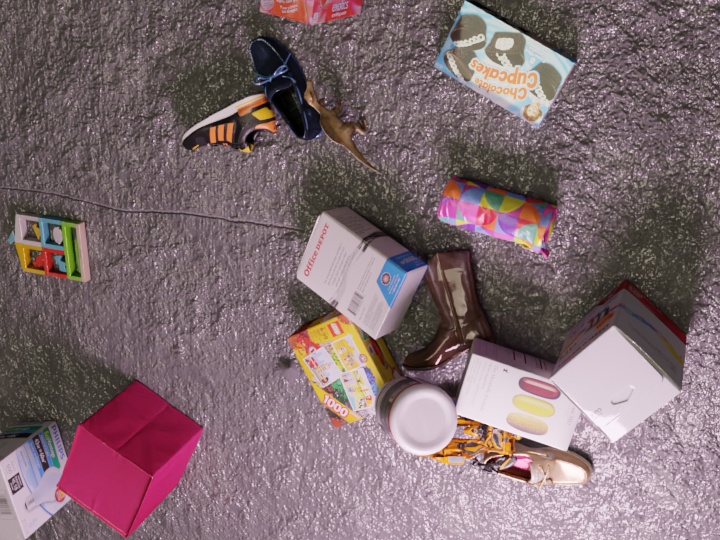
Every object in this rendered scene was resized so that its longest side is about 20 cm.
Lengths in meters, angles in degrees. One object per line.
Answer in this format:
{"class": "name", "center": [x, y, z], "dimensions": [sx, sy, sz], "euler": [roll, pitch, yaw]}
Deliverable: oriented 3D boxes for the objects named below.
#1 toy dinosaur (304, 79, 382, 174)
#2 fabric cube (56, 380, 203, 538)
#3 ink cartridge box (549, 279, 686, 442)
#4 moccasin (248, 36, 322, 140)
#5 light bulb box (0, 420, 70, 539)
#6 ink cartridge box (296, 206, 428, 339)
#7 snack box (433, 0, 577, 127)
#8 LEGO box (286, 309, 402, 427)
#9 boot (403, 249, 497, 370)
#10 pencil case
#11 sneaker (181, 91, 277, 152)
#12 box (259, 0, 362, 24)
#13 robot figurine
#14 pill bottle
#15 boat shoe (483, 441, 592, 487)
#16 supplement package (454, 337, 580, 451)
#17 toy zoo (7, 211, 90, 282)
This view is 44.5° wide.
{"class": "toy dinosaur", "center": [-0.031, -0.235, 1.504], "dimensions": [0.058, 0.101, 0.201], "euler": [-39, 91, 29]}
{"class": "fabric cube", "center": [-0.492, 0.399, 1.883], "dimensions": [0.199, 0.199, 0.197], "euler": [33, 120, 8]}
{"class": "ink cartridge box", "center": [0.414, 0.140, 1.402], "dimensions": [0.145, 0.200, 0.145], "euler": [44, 119, 2]}
{"class": "moccasin", "center": [-0.130, -0.320, 1.533], "dimensions": [0.080, 0.068, 0.201], "euler": [-35, 93, 29]}
{"class": "light bulb box", "center": [-0.783, 0.481, 2.034], "dimensions": [0.123, 0.200, 0.201], "euler": [-6, 107, 23]}
{"class": "ink cartridge box", "center": [0.000, 0.000, 1.568], "dimensions": [0.199, 0.084, 0.147], "euler": [38, 120, 22]}
{"class": "snack box", "center": [0.228, -0.329, 1.397], "dimensions": [0.199, 0.037, 0.117], "euler": [32, 119, 9]}
{"class": "LEGO box", "center": [-0.024, 0.177, 1.671], "dimensions": [0.148, 0.077, 0.202], "euler": [-24, 99, 29]}
{"class": "boot", "center": [0.132, 0.068, 1.571], "dimensions": [0.184, 0.064, 0.202], "euler": [-18, 105, 14]}
{"class": "pencil case", "center": [0.228, -0.091, 1.463], "dimensions": [0.198, 0.088, 0.089], "euler": [21, 116, 16]}
{"class": "sneaker", "center": [-0.240, -0.247, 1.605], "dimensions": [0.199, 0.070, 0.091], "euler": [-24, 96, 26]}
{"class": "box", "center": [-0.069, -0.453, 1.382], "dimensions": [0.094, 0.200, 0.101], "euler": [18, 115, 17]}
{"class": "robot figurine", "center": [0.198, 0.294, 1.602], "dimensions": [0.198, 0.058, 0.147], "euler": [-4, 75, 27]}
{"class": "pill bottle", "center": [0.088, 0.244, 1.517], "dimensions": [0.114, 0.200, 0.118], "euler": [0, 89, -9]}
{"class": "boat shoe", "center": [0.318, 0.361, 1.601], "dimensions": [0.198, 0.069, 0.075], "euler": [6, 112, 21]}
{"class": "supplement package", "center": [0.270, 0.207, 1.494], "dimensions": [0.198, 0.110, 0.115], "euler": [17, 102, 6]}
{"class": "toy zoo", "center": [-0.672, -0.053, 1.889], "dimensions": [0.198, 0.020, 0.133], "euler": [8, 112, 20]}
